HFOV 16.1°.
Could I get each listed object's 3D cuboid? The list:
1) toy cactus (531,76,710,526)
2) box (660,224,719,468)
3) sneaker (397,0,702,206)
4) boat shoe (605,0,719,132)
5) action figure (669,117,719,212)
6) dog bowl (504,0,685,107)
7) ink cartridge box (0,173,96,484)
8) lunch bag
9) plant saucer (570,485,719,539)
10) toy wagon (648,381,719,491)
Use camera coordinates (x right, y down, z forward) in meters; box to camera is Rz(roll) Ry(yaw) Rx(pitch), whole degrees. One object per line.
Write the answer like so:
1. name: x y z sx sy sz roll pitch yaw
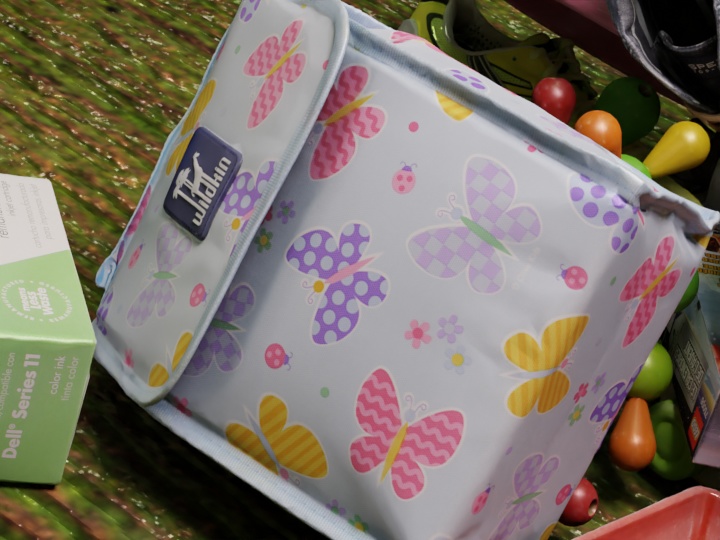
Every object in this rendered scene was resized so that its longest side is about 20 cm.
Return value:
1. toy cactus: 0.057 0.005 1.038 0.164 0.201 0.102 1 -21 35
2. box: 0.224 0.046 1.051 0.198 0.040 0.137 13 29 -9
3. sneaker: 0.088 -0.066 1.213 0.199 0.077 0.075 33 31 23
4. boat shoe: 0.158 -0.078 1.043 0.201 0.071 0.091 59 37 -11
5. action figure: 0.243 -0.015 1.205 0.199 0.070 0.130 30 42 34
6. dog bowl: 0.128 -0.136 1.175 0.199 0.074 0.200 30 2 -1
7. ink cartridge box: -0.206 0.011 0.924 0.198 0.068 0.117 6 31 -21
8. lunch bag: 0.000 0.000 0.936 0.199 0.170 0.127 34 8 27
9. plant saucer: 0.130 0.167 0.878 0.199 0.037 0.199 -16 44 -44
10. toy wagon: 0.214 0.092 1.051 0.154 0.040 0.200 -11 41 -41
